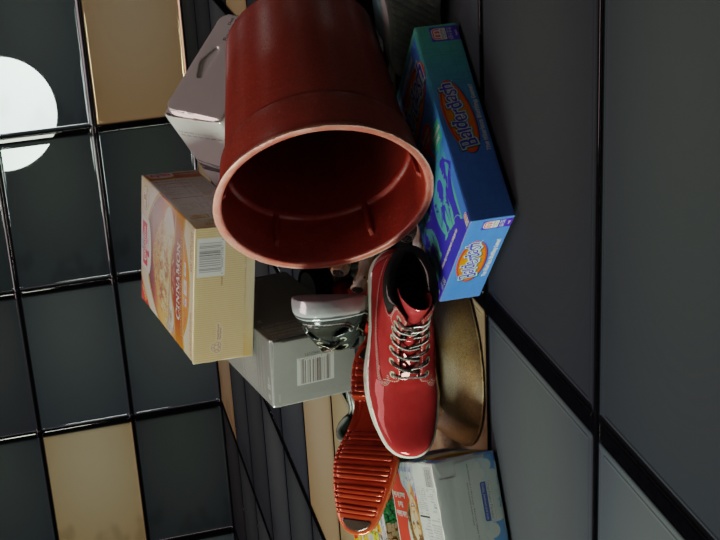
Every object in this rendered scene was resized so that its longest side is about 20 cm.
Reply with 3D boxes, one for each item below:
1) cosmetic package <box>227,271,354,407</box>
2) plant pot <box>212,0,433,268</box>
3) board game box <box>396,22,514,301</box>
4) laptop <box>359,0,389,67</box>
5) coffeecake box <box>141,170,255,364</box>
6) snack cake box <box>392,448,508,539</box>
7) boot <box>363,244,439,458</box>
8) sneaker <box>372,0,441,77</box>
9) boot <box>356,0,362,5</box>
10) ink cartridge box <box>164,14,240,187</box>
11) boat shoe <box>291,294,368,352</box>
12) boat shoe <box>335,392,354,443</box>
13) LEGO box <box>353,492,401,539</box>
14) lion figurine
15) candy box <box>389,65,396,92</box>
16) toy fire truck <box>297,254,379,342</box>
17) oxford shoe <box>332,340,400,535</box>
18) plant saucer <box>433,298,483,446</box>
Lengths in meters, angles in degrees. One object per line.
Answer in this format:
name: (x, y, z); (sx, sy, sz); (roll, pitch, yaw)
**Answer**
cosmetic package: (-0.091, 0.075, 1.542); (0.200, 0.105, 0.092); (36, 132, 56)
plant pot: (-0.045, -0.140, 1.250); (0.202, 0.197, 0.197); (99, 165, -54)
board game box: (0.079, -0.097, 1.232); (0.153, 0.044, 0.202); (104, 155, -61)
laptop: (-0.009, -0.202, 1.421); (0.176, 0.103, 0.203); (15, 96, 41)
coffeecake box: (-0.185, -0.009, 1.516); (0.200, 0.072, 0.156); (-141, 50, -58)
snack cake box: (0.087, 0.244, 1.371); (0.200, 0.066, 0.117); (150, 109, -77)
boot: (0.044, 0.079, 1.264); (0.144, 0.071, 0.203); (171, 94, -83)
sneaker: (0.037, -0.276, 1.238); (0.202, 0.073, 0.082); (95, 157, -46)
boot: (-0.028, -0.346, 1.352); (0.151, 0.073, 0.200); (-52, 44, 12)
ink cartridge box: (-0.115, -0.165, 1.525); (0.147, 0.083, 0.201); (-63, -34, -23)
boat shoe: (-0.023, 0.053, 1.347); (0.200, 0.068, 0.058); (9, -100, -80)
boat shoe: (0.002, 0.199, 1.713); (0.073, 0.070, 0.202); (-111, 17, -44)
LEGO box: (0.049, 0.321, 1.566); (0.200, 0.076, 0.151); (125, 135, -72)
lion figurine: (0.024, -0.055, 1.412); (0.198, 0.072, 0.124); (-18, 50, 40)
candy box: (0.000, -0.202, 1.497); (0.116, 0.054, 0.203); (-125, 28, -59)
toy fire truck: (0.000, 0.000, 1.543); (0.199, 0.127, 0.179); (-7, 97, 58)
oxford shoe: (0.021, 0.178, 1.423); (0.072, 0.070, 0.203); (38, -120, -64)
plant saucer: (0.077, 0.081, 1.379); (0.200, 0.035, 0.204); (172, 90, -77)
